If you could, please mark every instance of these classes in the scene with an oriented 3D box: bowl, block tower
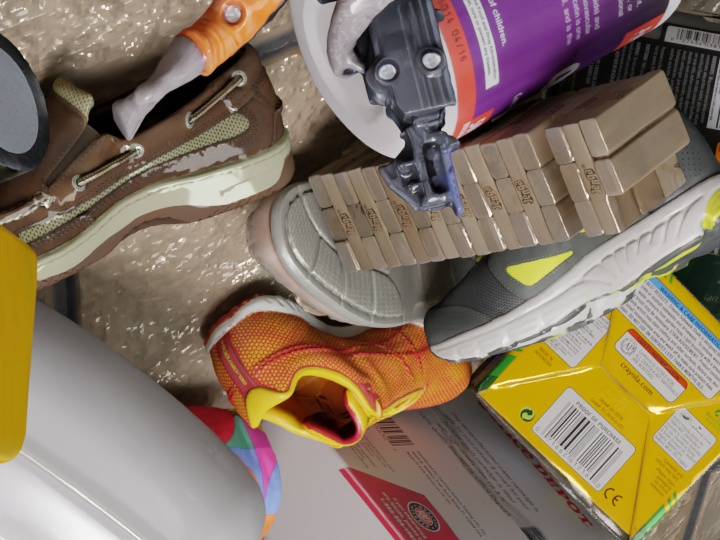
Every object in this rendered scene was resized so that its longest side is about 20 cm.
[{"bbox_3d":[-0.161,0.128,0.912,0.200,0.199,0.075,-50,-168,11],"label":"bowl"},{"bbox_3d":[0.059,-0.042,0.945,0.058,0.199,0.054,-34,106,-37],"label":"block tower"}]

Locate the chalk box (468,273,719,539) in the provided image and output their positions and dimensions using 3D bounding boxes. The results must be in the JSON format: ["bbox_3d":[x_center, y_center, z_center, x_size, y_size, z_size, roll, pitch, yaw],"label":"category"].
[{"bbox_3d":[0.146,0.064,1.183,0.124,0.124,0.200,-46,179,1],"label":"chalk box"}]

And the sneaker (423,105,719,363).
[{"bbox_3d":[0.102,-0.019,1.006,0.199,0.085,0.074,-31,167,38],"label":"sneaker"}]

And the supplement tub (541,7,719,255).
[{"bbox_3d":[0.193,-0.068,1.055,0.123,0.198,0.124,11,90,-81],"label":"supplement tub"}]

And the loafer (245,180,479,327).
[{"bbox_3d":[0.000,0.000,1.068,0.062,0.073,0.199,-12,166,35],"label":"loafer"}]

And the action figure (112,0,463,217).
[{"bbox_3d":[-0.011,-0.114,0.798,0.192,0.202,0.105,-20,173,-13],"label":"action figure"}]

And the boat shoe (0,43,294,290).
[{"bbox_3d":[-0.126,-0.048,0.878,0.201,0.075,0.075,-24,120,-27],"label":"boat shoe"}]

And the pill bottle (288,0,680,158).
[{"bbox_3d":[0.072,-0.140,0.937,0.199,0.113,0.113,-29,146,-21],"label":"pill bottle"}]

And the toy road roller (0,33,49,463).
[{"bbox_3d":[-0.200,-0.014,0.706,0.122,0.202,0.146,-17,149,25],"label":"toy road roller"}]

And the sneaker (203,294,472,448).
[{"bbox_3d":[-0.006,0.066,1.117,0.199,0.078,0.073,5,141,-49],"label":"sneaker"}]

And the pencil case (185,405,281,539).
[{"bbox_3d":[-0.126,0.113,1.043,0.199,0.088,0.089,9,121,-51],"label":"pencil case"}]

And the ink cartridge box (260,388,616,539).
[{"bbox_3d":[0.037,0.145,1.201,0.199,0.145,0.085,4,127,-50],"label":"ink cartridge box"}]

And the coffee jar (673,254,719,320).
[{"bbox_3d":[0.201,0.014,1.291,0.104,0.085,0.201,-12,135,-44],"label":"coffee jar"}]
